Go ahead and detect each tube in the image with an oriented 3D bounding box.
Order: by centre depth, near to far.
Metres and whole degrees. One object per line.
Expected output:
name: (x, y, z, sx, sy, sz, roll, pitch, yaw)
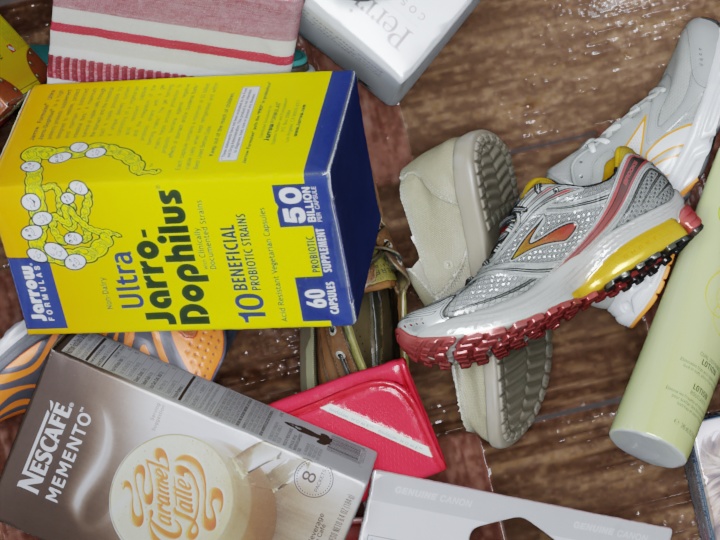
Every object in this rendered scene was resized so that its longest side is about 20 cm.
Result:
tube: (0.211, 0.023, 1.616, 0.052, 0.058, 0.200, 21, 69, 7)

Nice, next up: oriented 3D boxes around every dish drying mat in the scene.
dish drying mat: (-0.053, 0.121, 1.588, 0.200, 0.018, 0.077, -21, 98, 8)

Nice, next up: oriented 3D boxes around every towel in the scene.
towel: (-0.115, -0.111, 1.556, 0.144, 0.200, 0.023, 9, 52, -4)

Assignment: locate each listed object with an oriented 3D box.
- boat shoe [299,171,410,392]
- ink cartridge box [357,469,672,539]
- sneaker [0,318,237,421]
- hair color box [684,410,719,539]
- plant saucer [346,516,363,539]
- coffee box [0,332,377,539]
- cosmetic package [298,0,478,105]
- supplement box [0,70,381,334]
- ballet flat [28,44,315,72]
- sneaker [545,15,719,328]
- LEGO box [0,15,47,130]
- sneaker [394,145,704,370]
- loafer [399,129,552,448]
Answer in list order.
boat shoe: (0.000, 0.000, 1.608, 0.072, 0.068, 0.200, -17, 105, -37)
ink cartridge box: (0.078, 0.224, 1.605, 0.200, 0.045, 0.176, 13, 87, -13)
sneaker: (-0.159, 0.064, 1.612, 0.200, 0.078, 0.112, -38, 90, -3)
hair color box: (0.308, 0.121, 1.644, 0.200, 0.061, 0.100, -13, 89, -2)
plant saucer: (-0.043, 0.254, 1.635, 0.200, 0.037, 0.200, -2, 89, -4)
coffee box: (-0.105, 0.126, 1.544, 0.200, 0.080, 0.114, 22, 102, 1)
cosmetic package: (0.021, -0.230, 1.583, 0.165, 0.165, 0.200, 39, 87, -1)
supplement box: (-0.099, -0.039, 1.517, 0.200, 0.110, 0.109, -2, 126, 12)
ballet flat: (-0.127, -0.104, 1.629, 0.200, 0.069, 0.070, 1, 89, -3)
sneaker: (0.169, -0.071, 1.636, 0.092, 0.076, 0.200, 20, 87, 2)
LEGO box: (-0.310, -0.135, 1.581, 0.200, 0.077, 0.149, 47, 114, -1)
sneaker: (0.104, -0.006, 1.567, 0.200, 0.078, 0.082, -29, 79, -19)
loafer: (0.069, 0.012, 1.631, 0.068, 0.076, 0.200, -2, 100, 34)
